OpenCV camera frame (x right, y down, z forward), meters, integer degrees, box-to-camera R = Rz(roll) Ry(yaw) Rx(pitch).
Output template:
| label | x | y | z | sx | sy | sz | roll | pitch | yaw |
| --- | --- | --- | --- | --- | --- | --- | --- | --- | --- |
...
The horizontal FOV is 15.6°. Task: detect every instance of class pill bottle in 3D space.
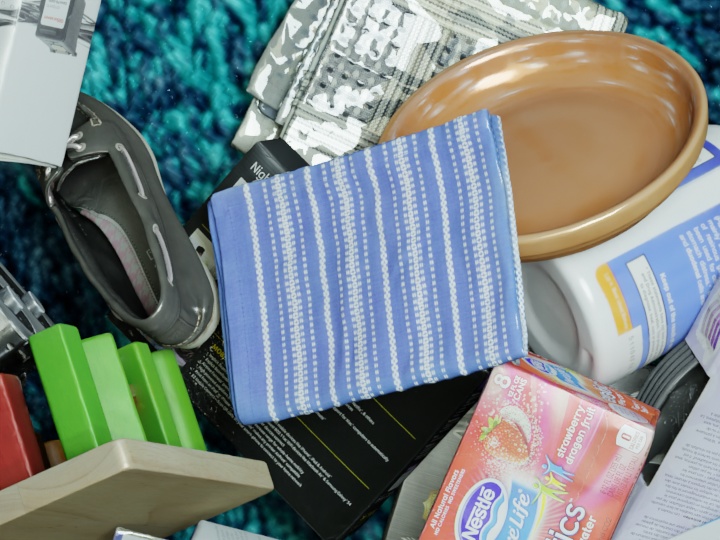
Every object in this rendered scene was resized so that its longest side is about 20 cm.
| label | x | y | z | sx | sy | sz | roll | pitch | yaw |
| --- | --- | --- | --- | --- | --- | --- | --- | --- | --- |
| pill bottle | 0.191 | -0.018 | 1.567 | 0.199 | 0.112 | 0.113 | -27 | 92 | -20 |

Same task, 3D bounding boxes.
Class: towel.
| label | x | y | z | sx | sy | sz | roll | pitch | yaw |
| --- | --- | --- | --- | --- | --- | --- | --- | --- | --- |
| towel | 0.000 | 0.000 | 1.481 | 0.199 | 0.024 | 0.146 | -16 | 73 | 32 |
| towel | 0.041 | -0.116 | 1.616 | 0.199 | 0.035 | 0.193 | 26 | 91 | -1 |

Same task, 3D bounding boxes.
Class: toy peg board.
| label | x | y | z | sx | sy | sz | roll | pitch | yaw |
| --- | --- | --- | --- | --- | --- | --- | --- | --- | --- |
| toy peg board | -0.186 | 0.112 | 1.508 | 0.198 | 0.200 | 0.098 | -24 | 74 | 17 |

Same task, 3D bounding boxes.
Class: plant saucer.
| label | x | y | z | sx | sy | sz | roll | pitch | yaw |
| --- | --- | --- | --- | --- | --- | --- | --- | --- | --- |
| plant saucer | 0.107 | -0.068 | 1.531 | 0.199 | 0.201 | 0.038 | -20 | 126 | 0 |

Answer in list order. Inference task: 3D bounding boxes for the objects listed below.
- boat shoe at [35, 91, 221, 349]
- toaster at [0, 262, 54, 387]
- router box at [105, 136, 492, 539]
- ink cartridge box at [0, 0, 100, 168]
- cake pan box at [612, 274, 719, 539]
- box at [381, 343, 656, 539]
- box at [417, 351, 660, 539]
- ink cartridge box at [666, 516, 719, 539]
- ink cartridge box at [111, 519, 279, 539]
| label | x | y | z | sx | sy | sz | roll | pitch | yaw |
| --- | --- | --- | --- | --- | --- | --- | --- | --- | --- |
| boat shoe | -0.150 | -0.038 | 1.562 | 0.067 | 0.057 | 0.200 | -43 | 63 | 17 |
| toaster | -0.285 | 0.056 | 1.543 | 0.200 | 0.181 | 0.119 | -37 | 86 | 1 |
| router box | -0.033 | 0.042 | 1.576 | 0.200 | 0.051 | 0.149 | 45 | 106 | 8 |
| ink cartridge box | -0.233 | -0.172 | 1.559 | 0.145 | 0.083 | 0.201 | 15 | 92 | 29 |
| cake pan box | 0.256 | 0.107 | 1.554 | 0.199 | 0.052 | 0.185 | 15 | 114 | -21 |
| box | 0.103 | 0.138 | 1.614 | 0.157 | 0.048 | 0.201 | 18 | 91 | -2 |
| box | 0.086 | 0.154 | 1.483 | 0.099 | 0.095 | 0.201 | 23 | 97 | 6 |
| ink cartridge box | 0.239 | 0.240 | 1.561 | 0.115 | 0.068 | 0.201 | -23 | 124 | 1 |
| ink cartridge box | -0.083 | 0.250 | 1.568 | 0.199 | 0.041 | 0.201 | 16 | 110 | -17 |
